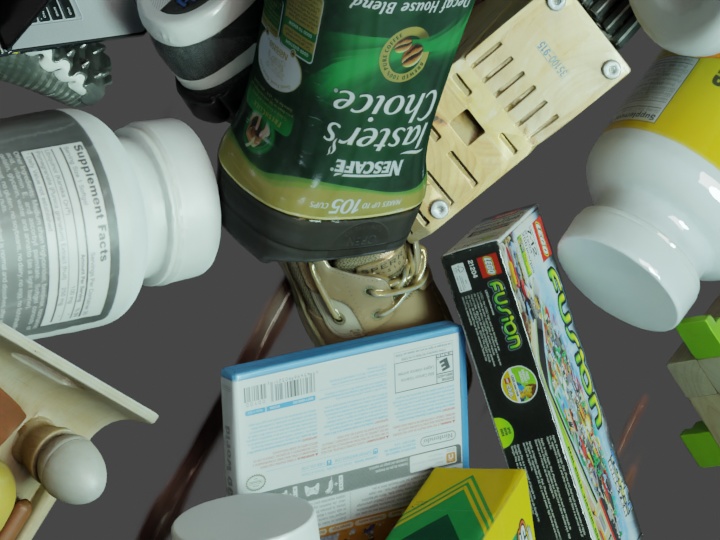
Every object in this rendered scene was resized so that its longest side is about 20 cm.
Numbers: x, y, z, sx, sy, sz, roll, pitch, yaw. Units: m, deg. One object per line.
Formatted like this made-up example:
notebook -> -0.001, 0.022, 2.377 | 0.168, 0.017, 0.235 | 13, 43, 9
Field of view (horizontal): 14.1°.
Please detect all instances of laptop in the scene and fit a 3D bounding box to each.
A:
laptop -> -0.154, -0.211, 1.376 | 0.200, 0.116, 0.188 | -16, 82, -60

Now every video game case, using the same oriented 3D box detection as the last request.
video game case -> -0.005, 0.136, 1.533 | 0.142, 0.018, 0.201 | -11, 108, -30

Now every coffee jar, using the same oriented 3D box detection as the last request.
coffee jar -> -0.005, -0.100, 1.420 | 0.104, 0.085, 0.201 | -8, 126, -36

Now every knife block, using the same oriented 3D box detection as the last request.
knife block -> 0.079, -0.111, 1.580 | 0.200, 0.176, 0.064 | -39, 99, 2

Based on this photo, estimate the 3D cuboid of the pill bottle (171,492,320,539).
pill bottle -> -0.047, 0.218, 1.458 | 0.104, 0.104, 0.201 | -15, 108, -30

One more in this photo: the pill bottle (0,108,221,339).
pill bottle -> -0.173, -0.019, 1.422 | 0.199, 0.111, 0.111 | -11, 93, -30

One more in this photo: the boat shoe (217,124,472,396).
boat shoe -> 0.000, 0.000, 1.546 | 0.071, 0.064, 0.200 | -46, 109, -24

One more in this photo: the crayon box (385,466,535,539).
crayon box -> 0.051, 0.227, 1.490 | 0.173, 0.058, 0.201 | -50, 135, -62

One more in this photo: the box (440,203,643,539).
box -> 0.100, 0.071, 1.580 | 0.110, 0.035, 0.201 | -40, 113, -71

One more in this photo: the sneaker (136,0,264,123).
sneaker -> -0.018, -0.152, 1.492 | 0.200, 0.073, 0.112 | -34, 141, -10

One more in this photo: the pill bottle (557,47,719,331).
pill bottle -> 0.197, -0.067, 1.637 | 0.112, 0.112, 0.200 | 44, 67, -20

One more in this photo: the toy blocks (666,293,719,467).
toy blocks -> 0.266, 0.067, 1.689 | 0.137, 0.100, 0.200 | -48, 113, -34

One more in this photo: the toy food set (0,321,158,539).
toy food set -> -0.193, 0.127, 1.379 | 0.143, 0.060, 0.201 | 35, 85, -50

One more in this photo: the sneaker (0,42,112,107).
sneaker -> -0.211, -0.131, 1.436 | 0.200, 0.090, 0.067 | 34, 36, -42

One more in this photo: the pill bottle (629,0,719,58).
pill bottle -> 0.247, -0.166, 1.547 | 0.199, 0.113, 0.114 | 1, 87, -33
